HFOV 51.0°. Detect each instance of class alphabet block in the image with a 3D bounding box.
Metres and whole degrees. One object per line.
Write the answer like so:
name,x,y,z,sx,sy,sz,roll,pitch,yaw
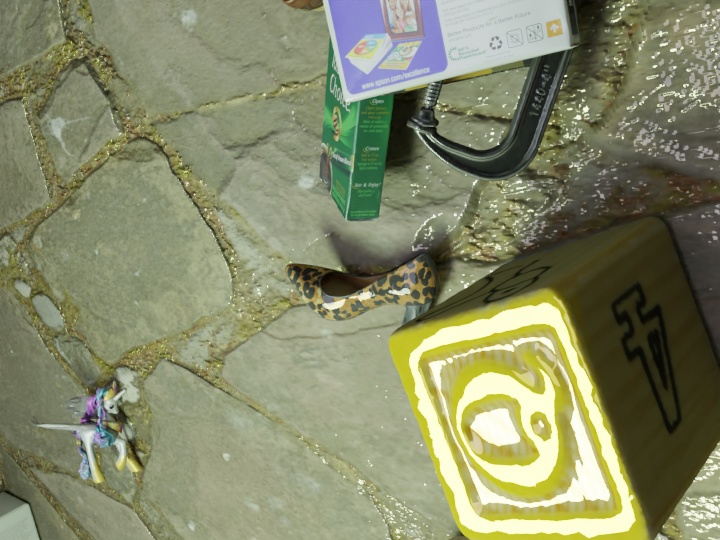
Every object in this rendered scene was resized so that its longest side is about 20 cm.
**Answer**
alphabet block,0.175,0.093,0.657,0.194,0.198,0.200,-23,91,48

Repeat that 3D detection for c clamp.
c clamp,0.096,-0.185,0.650,0.166,0.027,0.205,12,107,4

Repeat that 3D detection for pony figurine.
pony figurine,-0.557,0.332,1.573,0.188,0.167,0.206,-6,102,13

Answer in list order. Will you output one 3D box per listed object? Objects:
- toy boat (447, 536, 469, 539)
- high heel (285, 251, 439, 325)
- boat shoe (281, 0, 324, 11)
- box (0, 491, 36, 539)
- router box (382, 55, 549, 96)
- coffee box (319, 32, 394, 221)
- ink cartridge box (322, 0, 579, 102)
toy boat,0.143,0.413,0.888,0.197,0.129,0.134,17,119,39
high heel,0.000,0.000,0.893,0.197,0.072,0.145,27,132,15
boat shoe,-0.033,-0.360,0.781,0.072,0.067,0.202,45,133,21
box,-1.097,0.801,2.262,0.196,0.198,0.176,-1,105,44
router box,0.077,-0.272,0.669,0.153,0.052,0.205,-8,103,15
coffee box,-0.006,-0.172,0.816,0.124,0.043,0.204,-121,32,-54
ink cartridge box,0.057,-0.255,0.591,0.194,0.043,0.205,-7,105,25
